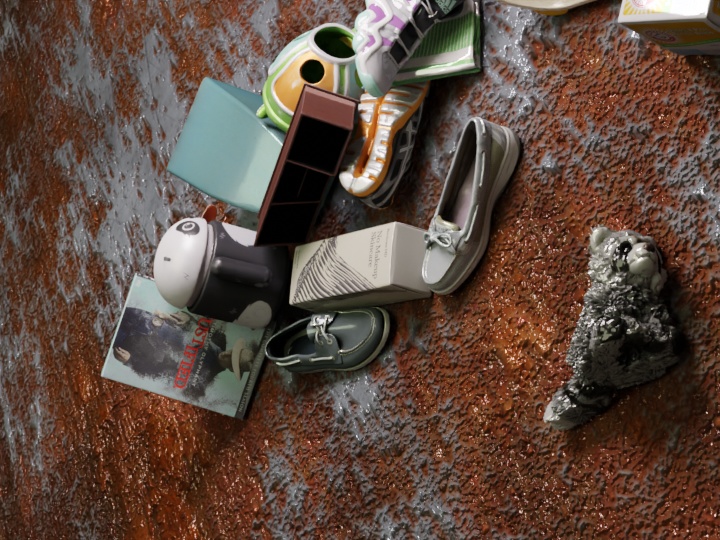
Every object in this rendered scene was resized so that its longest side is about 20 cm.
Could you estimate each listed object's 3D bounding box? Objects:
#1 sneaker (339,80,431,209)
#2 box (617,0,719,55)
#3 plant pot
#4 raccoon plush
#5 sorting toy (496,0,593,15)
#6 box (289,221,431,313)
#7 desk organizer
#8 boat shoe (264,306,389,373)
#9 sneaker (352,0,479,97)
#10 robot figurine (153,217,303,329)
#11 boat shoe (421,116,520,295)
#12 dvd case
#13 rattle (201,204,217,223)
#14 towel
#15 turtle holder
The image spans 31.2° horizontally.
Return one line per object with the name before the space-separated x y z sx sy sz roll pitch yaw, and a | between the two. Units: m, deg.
sneaker | 0.036 -0.166 1.576 0.078 0.077 0.201 14 69 33
box | 0.335 -0.312 1.215 0.112 0.101 0.201 9 84 53
plant pot | -0.133 -0.147 1.736 0.200 0.141 0.142 35 106 44
raccoon plush | 0.223 0.047 1.246 0.200 0.096 0.135 -40 40 37
sorting toy | 0.233 -0.385 1.387 0.199 0.107 0.181 -7 65 52
box | 0.000 0.000 1.563 0.200 0.068 0.083 -14 66 50
desk organizer | -0.068 -0.116 1.573 0.077 0.071 0.201 -86 15 -57
boat shoe | -0.043 0.086 1.593 0.200 0.062 0.073 -20 62 48
sneaker | 0.072 -0.299 1.506 0.139 0.078 0.201 -1 70 27
robot figurine | -0.166 0.002 1.664 0.150 0.199 0.125 124 153 -44
boat shoe | 0.111 -0.072 1.448 0.074 0.065 0.203 38 108 51
dvd case | -0.228 0.102 1.722 0.022 0.199 0.147 -141 71 -76
rattle | -0.247 -0.002 1.823 0.130 0.142 0.201 96 157 -60
towel | 0.075 -0.321 1.571 0.152 0.023 0.201 -8 68 23
turtle holder | -0.033 -0.241 1.637 0.141 0.185 0.132 53 140 29
